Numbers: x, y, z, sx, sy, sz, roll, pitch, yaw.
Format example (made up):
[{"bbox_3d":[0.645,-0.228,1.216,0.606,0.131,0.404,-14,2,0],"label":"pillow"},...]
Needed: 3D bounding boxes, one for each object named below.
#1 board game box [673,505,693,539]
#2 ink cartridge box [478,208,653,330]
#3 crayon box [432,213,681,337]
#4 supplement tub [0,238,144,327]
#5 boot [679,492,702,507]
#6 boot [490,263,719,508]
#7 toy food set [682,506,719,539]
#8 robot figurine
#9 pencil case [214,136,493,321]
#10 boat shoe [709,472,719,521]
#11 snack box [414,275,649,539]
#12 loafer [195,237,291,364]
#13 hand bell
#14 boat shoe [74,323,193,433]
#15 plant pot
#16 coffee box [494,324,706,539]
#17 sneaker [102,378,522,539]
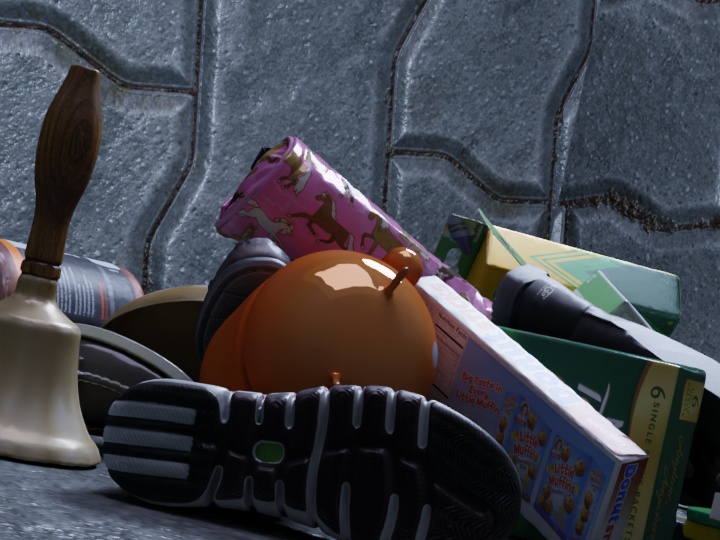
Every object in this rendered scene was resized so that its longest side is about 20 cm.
[{"bbox_3d":[0.211,0.172,1.090,0.198,0.029,0.135,12,-1,28],"label":"board game box"},{"bbox_3d":[0.171,0.025,1.248,0.201,0.048,0.146,51,5,-6],"label":"ink cartridge box"},{"bbox_3d":[0.148,0.038,1.380,0.198,0.052,0.126,15,-45,-7],"label":"crayon box"},{"bbox_3d":[-0.274,0.032,1.351,0.106,0.108,0.199,11,-3,40],"label":"supplement tub"},{"bbox_3d":[0.261,0.102,1.127,0.069,0.133,0.200,12,-2,-3],"label":"boot"},{"bbox_3d":[0.172,0.102,1.066,0.199,0.166,0.066,28,52,33],"label":"boot"},{"bbox_3d":[0.269,0.168,0.869,0.197,0.049,0.199,14,-2,-43],"label":"toy food set"},{"bbox_3d":[-0.026,0.058,0.964,0.142,0.118,0.200,-10,-13,-22],"label":"robot figurine"},{"bbox_3d":[0.000,0.000,1.116,0.199,0.083,0.087,39,2,-11],"label":"pencil case"},{"bbox_3d":[0.237,0.104,0.834,0.071,0.060,0.199,10,-2,40],"label":"boat shoe"},{"bbox_3d":[0.081,0.081,0.951,0.024,0.073,0.200,-3,30,-36],"label":"snack box"},{"bbox_3d":[-0.073,0.040,1.104,0.071,0.064,0.201,-4,-39,-5],"label":"loafer"},{"bbox_3d":[-0.165,-0.008,0.879,0.103,0.203,0.104,13,-2,0],"label":"hand bell"},{"bbox_3d":[-0.190,0.065,0.965,0.199,0.061,0.072,16,-40,12],"label":"boat shoe"},{"bbox_3d":[-0.096,0.061,1.221,0.197,0.028,0.201,5,-31,3],"label":"plant pot"},{"bbox_3d":[0.101,0.098,1.010,0.198,0.125,0.044,13,-2,36],"label":"coffee box"},{"bbox_3d":[-0.019,0.090,0.819,0.197,0.077,0.116,12,-5,6],"label":"sneaker"}]
